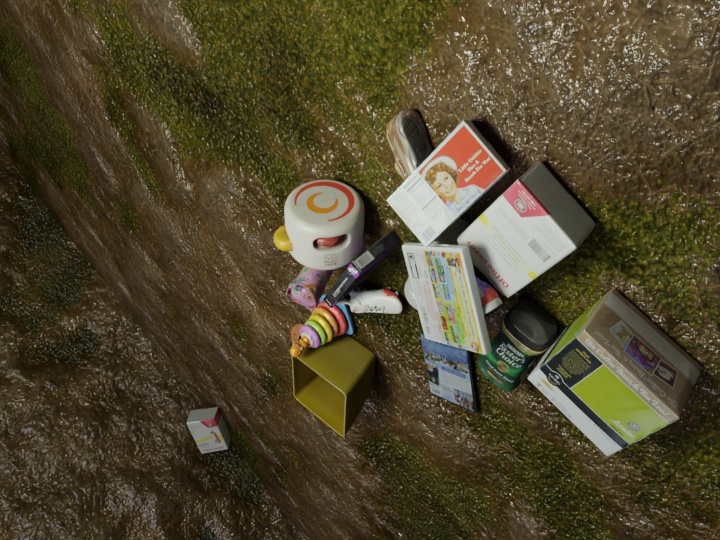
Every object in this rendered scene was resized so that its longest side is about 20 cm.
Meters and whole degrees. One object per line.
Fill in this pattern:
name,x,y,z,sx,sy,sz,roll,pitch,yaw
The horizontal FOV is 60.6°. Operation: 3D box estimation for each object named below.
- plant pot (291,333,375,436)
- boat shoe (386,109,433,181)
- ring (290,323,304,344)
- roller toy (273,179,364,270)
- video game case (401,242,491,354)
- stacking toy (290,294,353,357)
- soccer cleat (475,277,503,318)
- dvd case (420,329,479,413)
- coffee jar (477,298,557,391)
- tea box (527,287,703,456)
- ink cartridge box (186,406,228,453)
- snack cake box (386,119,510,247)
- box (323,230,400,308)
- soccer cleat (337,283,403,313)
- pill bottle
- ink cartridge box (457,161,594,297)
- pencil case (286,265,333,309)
plant pot,-0.061,0.297,1.724,0.198,0.176,0.203,31,140,26
boat shoe,0.105,-0.207,1.194,0.071,0.075,0.205,-3,109,53
ring,-0.142,0.249,1.912,0.198,0.019,0.204,31,140,29
roller toy,-0.082,-0.098,1.393,0.179,0.200,0.142,26,139,22
video game case,0.160,0.048,1.164,0.180,0.023,0.205,8,117,58
stacking toy,-0.119,0.166,1.656,0.108,0.199,0.118,11,130,41
soccer cleat,0.237,0.049,1.203,0.074,0.067,0.200,60,-172,6
dvd case,0.218,0.246,1.498,0.140,0.017,0.204,16,131,40
coffee jar,0.316,0.152,1.246,0.104,0.085,0.202,40,143,19
tea box,0.442,0.182,1.088,0.200,0.133,0.198,44,145,11
ink cartridge box,-0.703,0.745,2.869,0.141,0.084,0.204,-11,120,8
snack cake box,0.156,-0.154,1.102,0.200,0.067,0.116,-43,84,24
box,0.000,0.000,1.425,0.036,0.142,0.200,47,144,7
soccer cleat,0.018,0.077,1.521,0.197,0.085,0.070,18,133,39
pill bottle,0.164,-0.004,1.260,0.114,0.113,0.201,43,144,12
ink cartridge box,0.283,-0.067,1.082,0.146,0.083,0.200,48,144,4
pencil case,-0.103,-0.003,1.490,0.085,0.202,0.088,19,145,15
